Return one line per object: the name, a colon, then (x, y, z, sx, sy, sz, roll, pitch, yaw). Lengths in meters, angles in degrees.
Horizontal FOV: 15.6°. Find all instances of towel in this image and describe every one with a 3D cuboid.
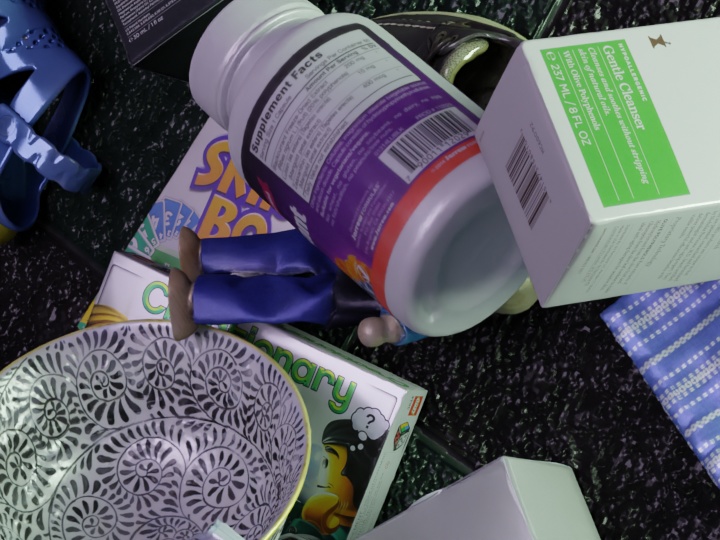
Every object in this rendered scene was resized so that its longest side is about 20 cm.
towel: (0.225, 0.056, 1.333, 0.145, 0.024, 0.200, -41, 64, 18)

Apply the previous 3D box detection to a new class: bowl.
bowl: (-0.120, 0.129, 1.407, 0.199, 0.095, 0.201, -4, 45, 4)

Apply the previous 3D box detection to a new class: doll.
doll: (0.000, 0.000, 1.425, 0.199, 0.049, 0.137, 0, 37, 8)

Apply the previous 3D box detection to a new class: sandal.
sandal: (-0.198, -0.117, 1.584, 0.087, 0.079, 0.201, -5, 88, 26)

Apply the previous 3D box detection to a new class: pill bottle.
pill bottle: (0.001, -0.065, 1.376, 0.200, 0.111, 0.112, 42, 103, 32)

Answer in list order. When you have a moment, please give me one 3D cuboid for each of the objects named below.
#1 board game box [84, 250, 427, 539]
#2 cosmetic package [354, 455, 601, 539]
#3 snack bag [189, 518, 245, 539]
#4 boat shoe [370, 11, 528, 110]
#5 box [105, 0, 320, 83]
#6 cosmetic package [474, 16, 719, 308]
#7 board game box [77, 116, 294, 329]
board game box: (-0.074, 0.085, 1.477, 0.199, 0.035, 0.127, 24, 96, 22)
cosmetic package: (0.086, 0.207, 1.354, 0.107, 0.090, 0.201, -29, 66, 25)
snack bag: (-0.017, 0.235, 1.308, 0.199, 0.021, 0.189, 31, 131, 13)
boat shoe: (0.063, -0.104, 1.429, 0.200, 0.066, 0.072, 19, 92, 31)
box: (-0.063, -0.222, 1.516, 0.200, 0.079, 0.142, -32, 70, 23)
cosmetic package: (0.170, -0.058, 1.276, 0.085, 0.199, 0.108, 115, 140, -56)
board game box: (-0.077, -0.021, 1.522, 0.095, 0.030, 0.200, 39, 100, 28)
